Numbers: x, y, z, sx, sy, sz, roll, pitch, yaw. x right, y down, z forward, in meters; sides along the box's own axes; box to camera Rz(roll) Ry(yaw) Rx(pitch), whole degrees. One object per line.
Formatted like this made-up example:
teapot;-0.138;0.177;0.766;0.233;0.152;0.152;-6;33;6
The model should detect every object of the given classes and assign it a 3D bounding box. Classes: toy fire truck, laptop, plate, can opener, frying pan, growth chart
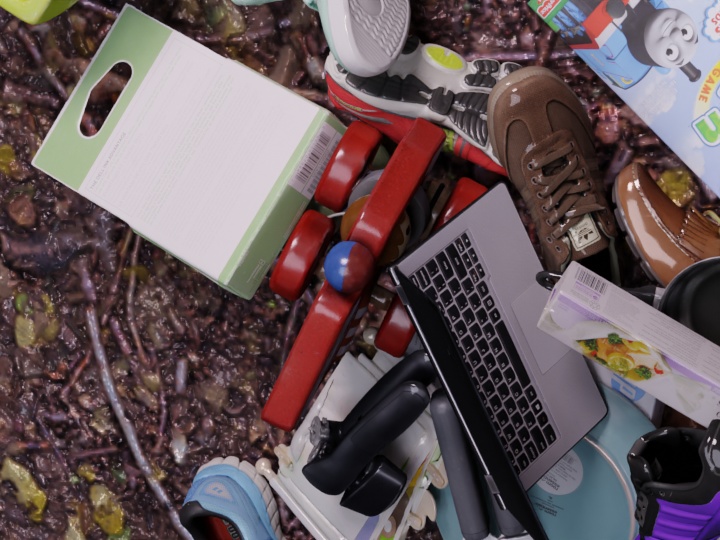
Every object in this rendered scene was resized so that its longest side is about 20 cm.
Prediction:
toy fire truck;0.000;0.000;1.532;0.112;0.168;0.201;28;122;1
laptop;0.109;0.061;1.454;0.116;0.200;0.188;-8;112;48
plate;0.138;0.169;1.617;0.199;0.026;0.202;8;110;23
can opener;0.093;0.180;1.584;0.053;0.067;0.201;-11;111;11
can opener;0.013;0.109;1.593;0.078;0.064;0.200;19;144;-10
frying pan;0.222;0.040;1.506;0.189;0.031;0.116;-3;117;25
growth chart;0.005;0.143;1.676;0.145;0.018;0.200;51;128;20

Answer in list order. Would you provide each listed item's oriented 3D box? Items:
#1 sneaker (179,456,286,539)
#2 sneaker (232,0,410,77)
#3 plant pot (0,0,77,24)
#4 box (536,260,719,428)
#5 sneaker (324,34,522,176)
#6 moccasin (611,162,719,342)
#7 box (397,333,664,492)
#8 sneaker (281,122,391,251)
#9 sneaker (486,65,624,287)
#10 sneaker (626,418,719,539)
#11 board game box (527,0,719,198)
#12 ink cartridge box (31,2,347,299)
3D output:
sneaker;-0.082;0.249;1.747;0.078;0.090;0.201;-33;94;28
sneaker;-0.034;-0.193;1.562;0.118;0.074;0.201;-34;47;29
plant pot;-0.221;-0.320;1.588;0.200;0.181;0.200;37;117;9
box;0.213;0.065;1.486;0.199;0.042;0.039;30;130;-1
sneaker;0.068;-0.112;1.589;0.199;0.077;0.085;26;157;0
moccasin;0.252;0.002;1.531;0.078;0.074;0.202;-42;87;26
box;0.120;0.104;1.641;0.199;0.041;0.157;17;112;18
sneaker;-0.060;-0.041;1.662;0.199;0.067;0.090;-18;92;24
sneaker;0.146;-0.050;1.517;0.070;0.076;0.201;-29;130;-3
sneaker;0.216;0.151;1.503;0.099;0.070;0.200;33;145;-6
board game box;0.234;-0.166;1.510;0.200;0.037;0.151;45;117;5
ink cartridge box;-0.126;-0.089;1.626;0.199;0.048;0.146;30;88;29
